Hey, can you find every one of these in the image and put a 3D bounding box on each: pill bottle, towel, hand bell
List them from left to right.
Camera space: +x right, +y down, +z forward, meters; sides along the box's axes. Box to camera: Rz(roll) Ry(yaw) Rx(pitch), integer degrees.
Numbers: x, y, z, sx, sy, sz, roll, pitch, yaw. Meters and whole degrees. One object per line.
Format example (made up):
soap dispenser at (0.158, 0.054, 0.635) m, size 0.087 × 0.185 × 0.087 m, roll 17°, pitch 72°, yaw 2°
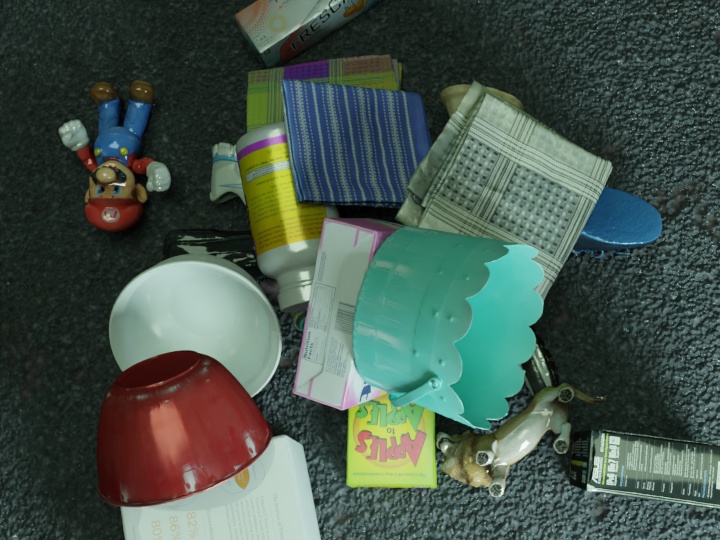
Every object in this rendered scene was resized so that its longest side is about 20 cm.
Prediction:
pill bottle at (-0.075, -0.059, 1.189) m, size 0.103 × 0.104 × 0.203 m, roll -12°, pitch 81°, yaw 3°
towel at (-0.043, -0.210, 1.301) m, size 0.197 × 0.023 × 0.145 m, roll -6°, pitch 48°, yaw 2°
towel at (0.005, -0.143, 1.192) m, size 0.198 × 0.024 × 0.147 m, roll -1°, pitch 76°, yaw -36°
hand bell at (0.126, -0.107, 1.246) m, size 0.103 × 0.104 × 0.203 m, roll 11°, pitch 79°, yaw 9°
towel at (0.162, -0.090, 1.183) m, size 0.199 × 0.035 × 0.194 m, roll 30°, pitch 83°, yaw 2°

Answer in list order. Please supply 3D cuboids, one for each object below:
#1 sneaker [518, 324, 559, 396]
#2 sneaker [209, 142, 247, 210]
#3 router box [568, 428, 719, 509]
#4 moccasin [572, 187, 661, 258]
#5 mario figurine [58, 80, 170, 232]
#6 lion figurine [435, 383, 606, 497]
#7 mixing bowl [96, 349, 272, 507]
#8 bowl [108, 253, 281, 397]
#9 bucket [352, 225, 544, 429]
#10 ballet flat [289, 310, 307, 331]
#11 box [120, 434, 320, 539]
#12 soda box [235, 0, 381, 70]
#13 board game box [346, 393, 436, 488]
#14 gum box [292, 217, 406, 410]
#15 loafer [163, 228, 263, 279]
sneaker at (0.161, 0.073, 1.219) m, size 0.080 × 0.074 × 0.201 m, roll -33°, pitch 69°, yaw 9°
sneaker at (-0.096, -0.096, 1.289) m, size 0.197 × 0.075 × 0.088 m, roll 10°, pitch 83°, yaw 17°
router box at (0.301, 0.206, 1.093) m, size 0.148 × 0.200 × 0.063 m, roll 6°, pitch 81°, yaw 7°
moccasin at (0.251, -0.060, 1.238) m, size 0.197 × 0.068 × 0.081 m, roll 9°, pitch 69°, yaw 7°
mario figurine at (-0.302, -0.146, 1.297) m, size 0.123 × 0.105 × 0.203 m, roll -19°, pitch 62°, yaw 37°
lion figurine at (0.174, 0.177, 1.145) m, size 0.199 × 0.122 × 0.073 m, roll -30°, pitch 93°, yaw 9°
mixing bowl at (-0.202, 0.154, 1.129) m, size 0.197 × 0.200 × 0.110 m, roll -13°, pitch 106°, yaw 3°
bowl at (-0.186, 0.057, 1.223) m, size 0.198 × 0.091 × 0.203 m, roll 1°, pitch 120°, yaw 1°
bucket at (0.092, 0.054, 1.089) m, size 0.133 × 0.207 × 0.209 m, roll 14°, pitch 77°, yaw 29°
ballet flat at (0.000, 0.000, 1.252) m, size 0.199 × 0.072 × 0.073 m, roll -27°, pitch 74°, yaw -2°
box at (-0.153, 0.285, 1.173) m, size 0.197 × 0.106 × 0.154 m, roll -13°, pitch 74°, yaw 4°
soda box at (-0.059, -0.341, 1.345) m, size 0.199 × 0.064 × 0.069 m, roll -34°, pitch 75°, yaw -2°
board game box at (0.038, 0.148, 1.217) m, size 0.100 × 0.048 × 0.203 m, roll 0°, pitch 76°, yaw 6°
gum box at (-0.004, 0.048, 1.131) m, size 0.065 × 0.113 × 0.203 m, roll 15°, pitch 99°, yaw 26°
loafer at (-0.141, -0.015, 1.274) m, size 0.198 × 0.068 × 0.071 m, roll 0°, pitch 96°, yaw 2°
